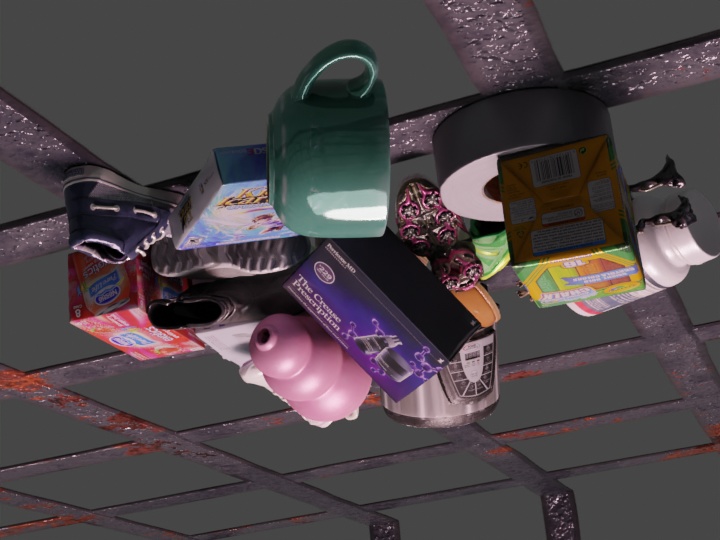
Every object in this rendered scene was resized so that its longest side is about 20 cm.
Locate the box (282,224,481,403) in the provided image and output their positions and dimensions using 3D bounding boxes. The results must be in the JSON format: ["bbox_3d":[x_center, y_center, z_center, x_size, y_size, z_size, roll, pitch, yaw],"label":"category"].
[{"bbox_3d":[0.023,0.040,1.569,0.079,0.200,0.141,-45,-179,-39],"label":"box"}]

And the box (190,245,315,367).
[{"bbox_3d":[-0.111,0.058,1.815,0.174,0.098,0.200,-11,159,15],"label":"box"}]

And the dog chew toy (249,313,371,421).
[{"bbox_3d":[-0.069,0.114,1.682,0.123,0.126,0.200,-16,152,25],"label":"dog chew toy"}]

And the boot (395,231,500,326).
[{"bbox_3d":[0.080,0.064,1.707,0.199,0.157,0.076,36,166,-35],"label":"boot"}]

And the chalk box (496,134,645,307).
[{"bbox_3d":[0.230,-0.040,1.427,0.123,0.126,0.200,-12,159,16],"label":"chalk box"}]

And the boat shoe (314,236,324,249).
[{"bbox_3d":[0.000,0.000,1.730,0.071,0.077,0.200,-13,160,11],"label":"boat shoe"}]

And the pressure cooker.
[{"bbox_3d":[0.103,0.100,1.856,0.176,0.203,0.176,-1,-167,13],"label":"pressure cooker"}]

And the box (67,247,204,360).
[{"bbox_3d":[-0.284,0.041,1.721,0.098,0.097,0.200,-11,159,15],"label":"box"}]

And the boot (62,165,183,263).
[{"bbox_3d":[-0.254,-0.045,1.507,0.072,0.092,0.199,-21,155,35],"label":"boot"}]

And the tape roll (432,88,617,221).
[{"bbox_3d":[0.179,-0.123,1.466,0.197,0.067,0.201,-5,159,-2],"label":"tape roll"}]

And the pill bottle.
[{"bbox_3d":[0.347,-0.028,1.690,0.119,0.121,0.199,14,151,-43],"label":"pill bottle"}]

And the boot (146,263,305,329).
[{"bbox_3d":[-0.151,0.041,1.646,0.198,0.071,0.132,-14,-177,14],"label":"boot"}]

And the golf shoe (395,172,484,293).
[{"bbox_3d":[0.083,-0.057,1.583,0.072,0.093,0.200,-23,142,8],"label":"golf shoe"}]

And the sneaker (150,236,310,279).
[{"bbox_3d":[-0.152,-0.028,1.636,0.197,0.076,0.082,-2,173,16],"label":"sneaker"}]

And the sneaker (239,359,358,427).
[{"bbox_3d":[-0.074,0.158,1.818,0.198,0.101,0.075,10,156,-37],"label":"sneaker"}]

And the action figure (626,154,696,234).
[{"bbox_3d":[0.291,-0.051,1.583,0.198,0.120,0.102,-25,-168,7],"label":"action figure"}]

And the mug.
[{"bbox_3d":[-0.035,-0.125,1.310,0.113,0.188,0.152,-1,-176,-5],"label":"mug"}]

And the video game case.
[{"bbox_3d":[-0.092,-0.084,1.469,0.198,0.046,0.181,-8,162,-27],"label":"video game case"}]

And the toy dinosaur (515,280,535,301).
[{"bbox_3d":[0.279,0.001,1.865,0.100,0.059,0.199,-11,173,-34],"label":"toy dinosaur"}]

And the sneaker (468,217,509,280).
[{"bbox_3d":[0.167,-0.049,1.679,0.083,0.075,0.200,31,151,-16],"label":"sneaker"}]
